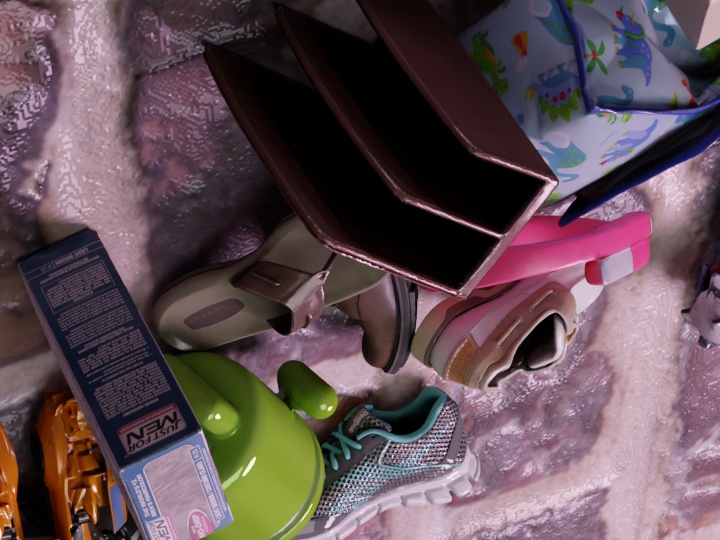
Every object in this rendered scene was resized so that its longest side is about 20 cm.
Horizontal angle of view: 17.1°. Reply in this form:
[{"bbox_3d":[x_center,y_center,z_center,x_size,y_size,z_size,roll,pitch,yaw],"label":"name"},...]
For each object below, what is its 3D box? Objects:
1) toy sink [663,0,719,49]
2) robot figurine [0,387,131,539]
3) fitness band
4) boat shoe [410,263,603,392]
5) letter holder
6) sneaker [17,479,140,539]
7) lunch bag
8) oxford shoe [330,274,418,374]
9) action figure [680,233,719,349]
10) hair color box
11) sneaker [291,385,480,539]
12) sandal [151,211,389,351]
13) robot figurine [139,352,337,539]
[{"bbox_3d":[0.216,-0.264,1.500,0.130,0.201,0.112,-31,169,-4],"label":"toy sink"},{"bbox_3d":[-0.220,0.188,1.654,0.144,0.058,0.202,-12,96,-22],"label":"robot figurine"},{"bbox_3d":[0.121,-0.015,1.664,0.200,0.143,0.038,-20,107,-63],"label":"fitness band"},{"bbox_3d":[0.122,0.041,1.747,0.199,0.068,0.075,-26,144,-44],"label":"boat shoe"},{"bbox_3d":[0.005,-0.097,1.480,0.142,0.200,0.101,19,119,-41],"label":"letter holder"},{"bbox_3d":[-0.244,0.192,1.706,0.199,0.074,0.080,-20,133,-14],"label":"sneaker"},{"bbox_3d":[0.156,-0.111,1.589,0.199,0.128,0.170,-2,161,-42],"label":"lunch bag"},{"bbox_3d":[0.000,0.000,1.686,0.084,0.073,0.201,-3,138,2],"label":"oxford shoe"},{"bbox_3d":[0.334,-0.007,1.851,0.193,0.105,0.201,-28,142,-20],"label":"action figure"},{"bbox_3d":[-0.153,0.078,1.552,0.060,0.200,0.100,-24,139,-9],"label":"hair color box"},{"bbox_3d":[-0.006,0.144,1.821,0.199,0.078,0.092,-20,122,-19],"label":"sneaker"},{"bbox_3d":[-0.055,0.018,1.616,0.200,0.058,0.080,-28,126,28],"label":"sandal"},{"bbox_3d":[-0.097,0.131,1.694,0.176,0.116,0.200,-50,148,-5],"label":"robot figurine"}]
